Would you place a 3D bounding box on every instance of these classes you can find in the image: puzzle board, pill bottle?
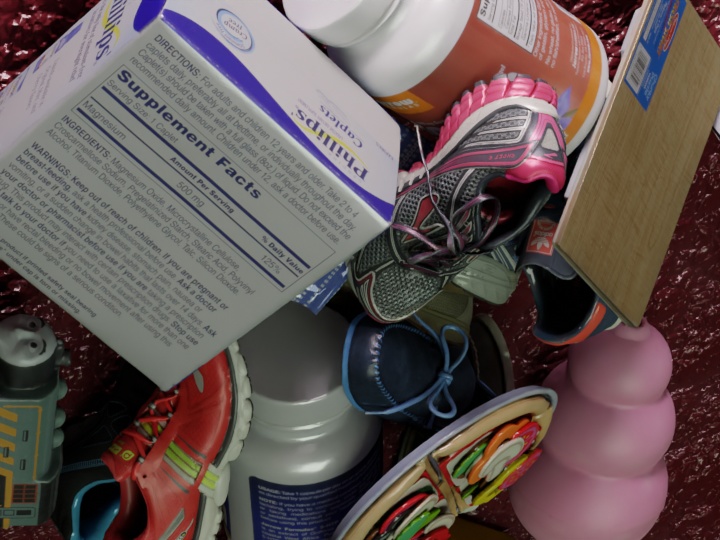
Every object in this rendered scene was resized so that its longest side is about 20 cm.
[{"bbox_3d":[0.185,-0.080,1.364,0.151,0.017,0.200,40,68,-55],"label":"puzzle board"},{"bbox_3d":[-0.043,0.119,1.459,0.120,0.120,0.200,-14,141,-12],"label":"pill bottle"},{"bbox_3d":[0.051,-0.143,1.275,0.200,0.112,0.112,27,116,-39],"label":"pill bottle"}]

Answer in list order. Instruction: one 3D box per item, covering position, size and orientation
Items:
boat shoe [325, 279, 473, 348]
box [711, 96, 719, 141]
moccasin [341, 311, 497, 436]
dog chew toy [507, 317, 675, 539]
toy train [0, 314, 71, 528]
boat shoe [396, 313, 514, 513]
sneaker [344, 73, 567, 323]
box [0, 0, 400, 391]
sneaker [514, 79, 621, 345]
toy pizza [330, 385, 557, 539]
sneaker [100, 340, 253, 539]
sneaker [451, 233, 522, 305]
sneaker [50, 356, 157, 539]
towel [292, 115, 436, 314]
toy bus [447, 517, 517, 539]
[{"bbox_3d":[0.002,0.000,1.429,0.200,0.063,0.073,25,160,-34],"label":"boat shoe"},{"bbox_3d":[0.373,-0.124,1.452,0.200,0.097,0.177,17,120,-36],"label":"box"},{"bbox_3d":[0.049,0.069,1.405,0.200,0.068,0.081,25,76,-65],"label":"moccasin"},{"bbox_3d":[0.183,0.120,1.581,0.124,0.125,0.200,-4,124,-21],"label":"dog chew toy"},{"bbox_3d":[-0.251,0.098,1.369,0.114,0.085,0.200,0,137,-13],"label":"toy train"},{"bbox_3d":[0.067,0.115,1.552,0.060,0.072,0.202,-11,138,-21],"label":"boat shoe"},{"bbox_3d":[0.054,-0.031,1.265,0.081,0.075,0.200,11,138,-27],"label":"sneaker"},{"bbox_3d":[-0.108,-0.061,1.219,0.200,0.105,0.184,-36,116,29],"label":"box"},{"bbox_3d":[0.137,-0.041,1.387,0.084,0.075,0.200,-30,117,-42],"label":"sneaker"},{"bbox_3d":[0.063,0.153,1.443,0.200,0.032,0.200,-34,161,-14],"label":"toy pizza"},{"bbox_3d":[-0.127,0.113,1.369,0.085,0.077,0.200,-2,113,-31],"label":"sneaker"},{"bbox_3d":[0.050,-0.049,1.402,0.200,0.077,0.085,22,109,-46],"label":"sneaker"},{"bbox_3d":[-0.148,0.111,1.443,0.073,0.082,0.200,23,117,-35],"label":"sneaker"},{"bbox_3d":[-0.069,-0.074,1.302,0.200,0.024,0.145,32,112,-17],"label":"towel"},{"bbox_3d":[0.042,0.232,1.654,0.200,0.065,0.078,23,118,-38],"label":"toy bus"}]
